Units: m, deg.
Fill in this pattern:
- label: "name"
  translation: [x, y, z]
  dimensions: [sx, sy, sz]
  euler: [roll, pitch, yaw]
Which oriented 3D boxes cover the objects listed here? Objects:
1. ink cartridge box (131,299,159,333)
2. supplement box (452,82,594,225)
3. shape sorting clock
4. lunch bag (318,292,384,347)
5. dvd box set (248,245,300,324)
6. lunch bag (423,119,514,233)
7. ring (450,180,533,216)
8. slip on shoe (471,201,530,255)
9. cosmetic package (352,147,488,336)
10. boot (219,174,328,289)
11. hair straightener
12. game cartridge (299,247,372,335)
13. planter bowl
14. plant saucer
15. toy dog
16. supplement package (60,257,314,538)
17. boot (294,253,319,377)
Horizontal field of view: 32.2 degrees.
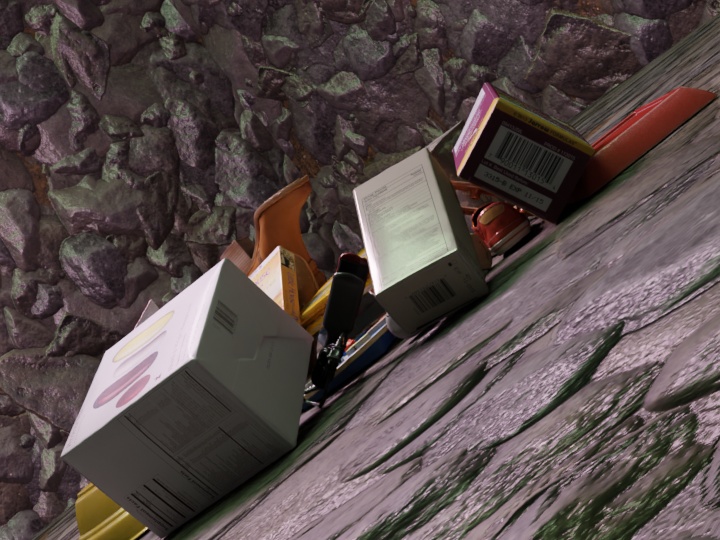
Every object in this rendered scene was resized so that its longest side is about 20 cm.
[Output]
- label: "ink cartridge box"
  translation: [-0.249, 0.163, 1.481]
  dimensions: [0.044, 0.174, 0.200]
  euler: [-18, 31, 28]
- label: "supplement box"
  translation: [0.189, -0.144, 1.491]
  dimensions: [0.103, 0.131, 0.200]
  euler: [-63, 3, 14]
- label: "shape sorting clock"
  translation: [-0.013, 0.099, 1.518]
  dimensions: [0.200, 0.039, 0.200]
  euler: [-37, 2, 1]
- label: "lunch bag"
  translation: [0.021, 0.036, 1.735]
  dimensions: [0.200, 0.077, 0.160]
  euler: [-43, 2, -6]
- label: "dvd box set"
  translation: [-0.131, 0.078, 1.578]
  dimensions: [0.146, 0.029, 0.200]
  euler: [-45, 29, 25]
- label: "lunch bag"
  translation: [0.125, -0.100, 1.855]
  dimensions: [0.118, 0.164, 0.200]
  euler: [-46, 7, -39]
- label: "ring"
  translation: [0.139, -0.088, 1.638]
  dimensions: [0.200, 0.200, 0.019]
  euler: [152, 126, -78]
- label: "slip on shoe"
  translation: [0.170, -0.057, 1.555]
  dimensions: [0.074, 0.061, 0.200]
  euler: [-39, -1, 4]
- label: "cosmetic package"
  translation: [0.061, -0.034, 1.342]
  dimensions: [0.105, 0.071, 0.200]
  euler: [-29, 35, 15]
- label: "boot"
  translation: [-0.088, -0.022, 1.726]
  dimensions: [0.200, 0.155, 0.074]
  euler: [-49, -7, 33]
- label: "hair straightener"
  translation: [-0.036, 0.078, 1.352]
  dimensions: [0.077, 0.041, 0.200]
  euler: [-71, 2, -55]
- label: "game cartridge"
  translation: [0.000, 0.000, 1.599]
  dimensions: [0.176, 0.032, 0.200]
  euler: [-39, 8, 30]
- label: "planter bowl"
  translation: [-0.295, 0.285, 1.564]
  dimensions: [0.200, 0.083, 0.200]
  euler: [-38, 1, 1]
- label: "plant saucer"
  translation: [0.318, -0.153, 1.532]
  dimensions: [0.200, 0.037, 0.200]
  euler: [-37, 2, -7]
- label: "toy dog"
  translation: [0.074, -0.001, 1.436]
  dimensions: [0.132, 0.096, 0.200]
  euler: [-37, 2, 13]
- label: "supplement package"
  translation: [-0.177, 0.133, 1.318]
  dimensions: [0.200, 0.147, 0.191]
  euler: [-37, 22, 23]
- label: "boot"
  translation: [-0.088, 0.059, 1.631]
  dimensions: [0.074, 0.200, 0.075]
  euler: [-7, -25, 4]
